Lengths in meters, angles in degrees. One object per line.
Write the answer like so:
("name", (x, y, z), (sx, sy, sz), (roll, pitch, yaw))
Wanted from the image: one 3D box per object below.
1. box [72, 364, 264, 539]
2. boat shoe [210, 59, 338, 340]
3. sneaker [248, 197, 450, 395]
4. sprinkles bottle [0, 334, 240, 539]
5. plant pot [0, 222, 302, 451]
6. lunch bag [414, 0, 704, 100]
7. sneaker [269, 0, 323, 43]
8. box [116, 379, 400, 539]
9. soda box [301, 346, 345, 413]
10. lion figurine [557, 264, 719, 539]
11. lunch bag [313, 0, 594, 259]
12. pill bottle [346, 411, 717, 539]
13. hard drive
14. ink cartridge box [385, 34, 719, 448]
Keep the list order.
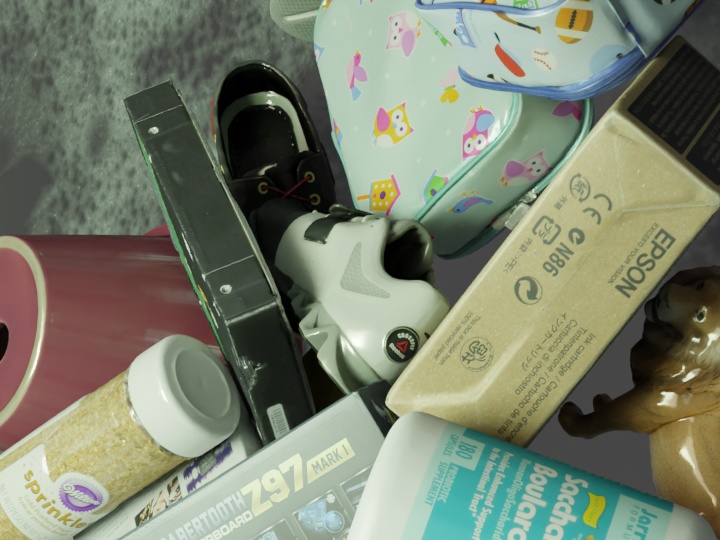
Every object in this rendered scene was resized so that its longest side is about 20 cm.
("box", (-0.101, 0.166, 1.350), (0.144, 0.036, 0.200), (-44, 34, 18))
("boat shoe", (-0.051, -0.045, 1.459), (0.063, 0.073, 0.202), (80, 173, -54))
("sneaker", (0.000, 0.000, 1.308), (0.088, 0.074, 0.200), (-42, 33, 4))
("sprinkles bottle", (-0.161, 0.113, 1.377), (0.200, 0.068, 0.069), (-34, 54, 30))
("plant pot", (-0.164, 0.057, 1.492), (0.199, 0.178, 0.201), (-20, 63, 46))
("lunch bag", (0.130, -0.178, 1.227), (0.200, 0.076, 0.160), (-46, 25, -17))
("sneaker", (0.014, -0.216, 1.459), (0.200, 0.070, 0.081), (-42, 25, 41))
("box", (-0.032, 0.174, 1.215), (0.199, 0.051, 0.158), (-33, 85, 19))
("soda box", (-0.039, 0.122, 1.410), (0.200, 0.064, 0.068), (-48, 45, 30))
("lion figurine", (0.168, 0.103, 1.171), (0.122, 0.072, 0.201), (-18, 79, 36))
("lunch bag", (0.057, -0.114, 1.355), (0.160, 0.077, 0.201), (-41, 50, 34))
("pill bottle", (0.094, 0.149, 1.098), (0.199, 0.111, 0.111), (19, 90, 7))
("hard drive", (-0.079, 0.001, 1.352), (0.038, 0.140, 0.200), (-22, 47, -7))
("ink cartridge box", (0.115, -0.008, 1.182), (0.075, 0.165, 0.200), (39, 117, 4))
